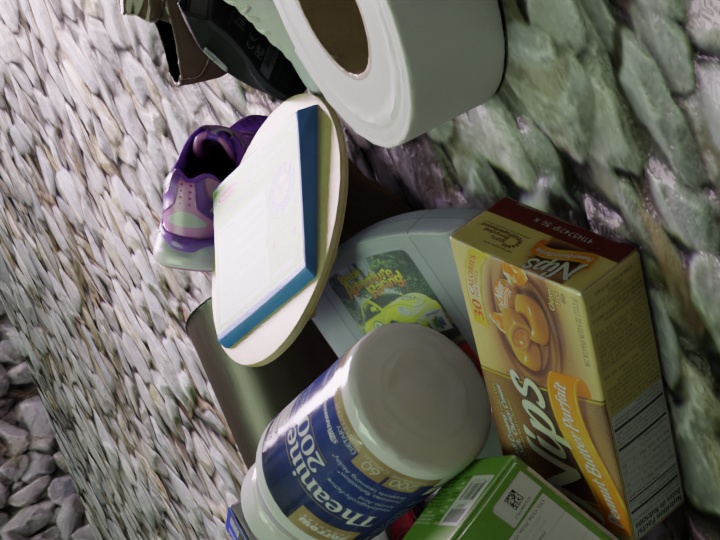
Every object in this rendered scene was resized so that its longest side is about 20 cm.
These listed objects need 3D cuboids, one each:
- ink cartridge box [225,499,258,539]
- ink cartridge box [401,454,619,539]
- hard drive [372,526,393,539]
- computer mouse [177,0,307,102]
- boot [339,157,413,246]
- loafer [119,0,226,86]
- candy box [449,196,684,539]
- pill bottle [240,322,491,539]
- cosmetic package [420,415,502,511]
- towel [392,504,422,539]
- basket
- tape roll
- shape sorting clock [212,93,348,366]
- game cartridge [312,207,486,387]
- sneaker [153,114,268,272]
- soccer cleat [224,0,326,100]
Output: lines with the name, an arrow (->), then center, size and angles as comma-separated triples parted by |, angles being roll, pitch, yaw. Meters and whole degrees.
ink cartridge box -> -0.027, 0.239, 1.785 | 0.137, 0.200, 0.076 | 58, 163, 17
ink cartridge box -> 0.137, 0.211, 1.326 | 0.200, 0.076, 0.148 | 39, 168, -4
hard drive -> 0.023, 0.227, 1.584 | 0.200, 0.026, 0.132 | 59, -165, -67
computer mouse -> -0.096, -0.218, 1.474 | 0.046, 0.141, 0.200 | -1, 155, 38
boot -> 0.000, 0.000, 1.566 | 0.200, 0.073, 0.156 | 46, 161, 30
loafer -> -0.166, -0.233, 1.660 | 0.200, 0.071, 0.073 | 59, 168, -21
candy box -> 0.130, 0.063, 1.266 | 0.115, 0.055, 0.201 | 26, 142, 45
pill bottle -> -0.005, 0.126, 1.409 | 0.111, 0.111, 0.200 | 59, 140, 12
cosmetic package -> 0.097, 0.186, 1.557 | 0.101, 0.071, 0.201 | 28, 142, 63
towel -> 0.033, 0.162, 1.631 | 0.145, 0.022, 0.200 | 65, -170, -51
basket -> -0.050, 0.118, 1.720 | 0.180, 0.136, 0.201 | 69, 180, -75
tape roll -> 0.007, -0.180, 1.270 | 0.203, 0.071, 0.203 | 53, 161, 27
shape sorting clock -> -0.058, -0.029, 1.465 | 0.200, 0.039, 0.201 | -29, 56, 56
game cartridge -> 0.040, 0.028, 1.410 | 0.200, 0.041, 0.133 | -23, 101, 53
sneaker -> -0.105, -0.082, 1.619 | 0.080, 0.200, 0.089 | 7, 123, 17
soccer cleat -> -0.067, -0.199, 1.431 | 0.070, 0.086, 0.201 | 34, 148, 58
